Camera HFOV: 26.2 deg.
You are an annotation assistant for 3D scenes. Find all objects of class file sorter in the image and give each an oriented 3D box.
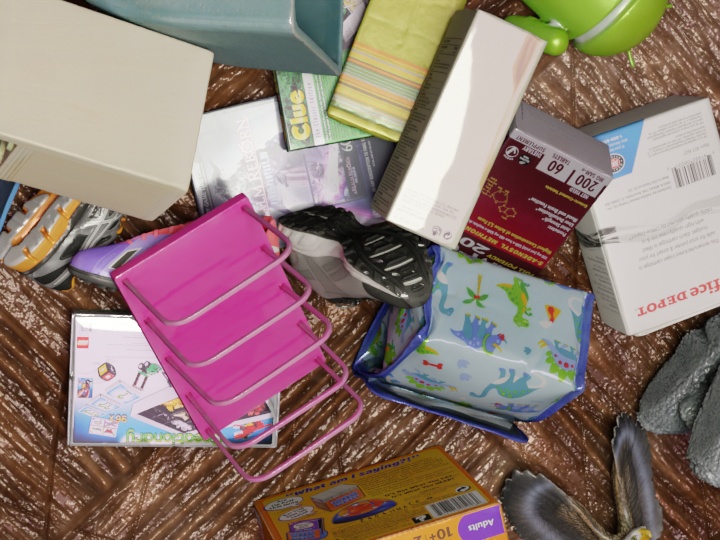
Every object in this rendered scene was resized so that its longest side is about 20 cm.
[{"bbox_3d":[-0.100,0.065,1.367,0.139,0.125,0.200,-33,124,-13],"label":"file sorter"}]

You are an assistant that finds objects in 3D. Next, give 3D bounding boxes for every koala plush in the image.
[{"bbox_3d":[0.418,0.138,1.530,0.200,0.177,0.184,28,99,-22],"label":"koala plush"}]

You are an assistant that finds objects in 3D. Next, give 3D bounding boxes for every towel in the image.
[{"bbox_3d":[0.042,-0.220,1.437,0.086,0.018,0.200,21,88,-6],"label":"towel"}]

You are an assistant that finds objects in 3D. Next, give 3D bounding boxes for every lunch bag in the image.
[{"bbox_3d":[0.099,0.081,1.454,0.170,0.200,0.128,19,63,-13],"label":"lunch bag"}]

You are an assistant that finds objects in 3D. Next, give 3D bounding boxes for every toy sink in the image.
[{"bbox_3d":[-0.243,-0.138,1.307,0.200,0.112,0.131,15,71,-22],"label":"toy sink"}]

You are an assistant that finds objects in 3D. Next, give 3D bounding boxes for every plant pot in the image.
[{"bbox_3d":[-0.128,-0.279,1.333,0.200,0.196,0.197,0,86,11],"label":"plant pot"}]

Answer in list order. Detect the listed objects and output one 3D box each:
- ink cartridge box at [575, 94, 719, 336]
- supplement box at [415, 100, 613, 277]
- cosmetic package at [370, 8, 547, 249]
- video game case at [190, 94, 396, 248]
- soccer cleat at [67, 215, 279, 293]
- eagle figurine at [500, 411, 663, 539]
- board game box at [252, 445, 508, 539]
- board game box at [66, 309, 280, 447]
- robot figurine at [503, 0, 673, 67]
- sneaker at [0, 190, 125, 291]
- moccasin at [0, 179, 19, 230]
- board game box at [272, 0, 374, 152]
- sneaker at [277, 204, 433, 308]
[{"bbox_3d":[0.287,-0.055,1.521,0.146,0.084,0.200,-19,102,-9],"label":"ink cartridge box"},{"bbox_3d":[0.136,-0.053,1.455,0.109,0.061,0.200,25,125,-14],"label":"supplement box"},{"bbox_3d":[0.085,-0.128,1.380,0.071,0.105,0.200,23,97,-11],"label":"cosmetic package"},{"bbox_3d":[-0.062,-0.098,1.474,0.200,0.019,0.143,-15,101,-10],"label":"video game case"},{"bbox_3d":[-0.168,-0.017,1.410,0.200,0.068,0.073,1,105,-26],"label":"soccer cleat"},{"bbox_3d":[0.256,0.263,1.560,0.152,0.151,0.200,-14,67,-49],"label":"eagle figurine"},{"bbox_3d":[0.031,0.309,1.462,0.200,0.200,0.200,-16,102,-10],"label":"board game box"},{"bbox_3d":[-0.176,0.103,1.471,0.200,0.035,0.127,2,97,-13],"label":"board game box"},{"bbox_3d":[0.206,-0.283,1.452,0.200,0.116,0.176,39,77,-15],"label":"robot figurine"},{"bbox_3d":[-0.242,-0.067,1.418,0.200,0.078,0.077,-47,134,-8],"label":"sneaker"},{"bbox_3d":[-0.332,-0.109,1.379,0.068,0.080,0.200,18,93,-26],"label":"moccasin"},{"bbox_3d":[-0.036,-0.218,1.446,0.105,0.023,0.200,-10,93,-12],"label":"board game box"},{"bbox_3d":[0.000,0.000,1.403,0.074,0.200,0.080,-20,117,-29],"label":"sneaker"}]
